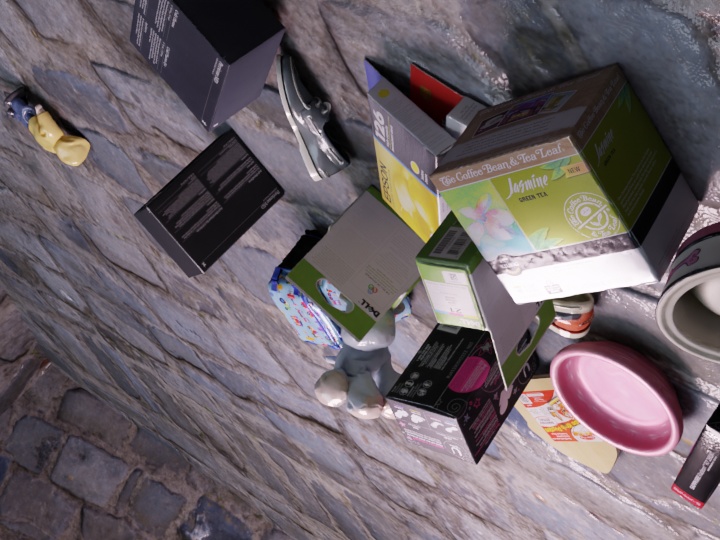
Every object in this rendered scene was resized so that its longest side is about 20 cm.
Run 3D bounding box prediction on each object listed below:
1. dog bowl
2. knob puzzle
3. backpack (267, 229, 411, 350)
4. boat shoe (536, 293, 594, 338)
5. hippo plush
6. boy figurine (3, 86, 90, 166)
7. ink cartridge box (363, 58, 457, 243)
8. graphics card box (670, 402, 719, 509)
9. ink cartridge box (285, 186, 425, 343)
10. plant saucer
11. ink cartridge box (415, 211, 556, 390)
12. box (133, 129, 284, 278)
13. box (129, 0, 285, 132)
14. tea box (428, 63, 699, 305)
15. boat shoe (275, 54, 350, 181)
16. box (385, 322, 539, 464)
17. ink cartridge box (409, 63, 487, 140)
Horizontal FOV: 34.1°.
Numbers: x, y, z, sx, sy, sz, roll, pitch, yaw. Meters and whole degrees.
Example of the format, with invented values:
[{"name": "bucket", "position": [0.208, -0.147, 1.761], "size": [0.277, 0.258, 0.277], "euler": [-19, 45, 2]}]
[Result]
[{"name": "dog bowl", "position": [0.405, 0.021, 1.198], "size": [0.199, 0.074, 0.201], "euler": [10, 148, 6]}, {"name": "knob puzzle", "position": [0.321, 0.228, 1.786], "size": [0.219, 0.030, 0.220], "euler": [34, 153, 20]}, {"name": "backpack", "position": [-0.025, 0.042, 1.895], "size": [0.199, 0.135, 0.183], "euler": [12, 142, 44]}, {"name": "boat shoe", "position": [0.220, 0.019, 1.559], "size": [0.199, 0.071, 0.063], "euler": [29, 146, 25]}, {"name": "hippo plush", "position": [0.027, 0.119, 1.775], "size": [0.158, 0.162, 0.200], "euler": [16, -163, 2]}, {"name": "boy figurine", "position": [-0.633, -0.288, 2.374], "size": [0.200, 0.064, 0.125], "euler": [36, 154, 14]}, {"name": "ink cartridge box", "position": [0.057, -0.142, 1.516], "size": [0.200, 0.047, 0.198], "euler": [45, 159, 34]}, {"name": "graphics card box", "position": [0.448, 0.198, 1.431], "size": [0.051, 0.126, 0.200], "euler": [34, 155, 19]}, {"name": "ink cartridge box", "position": [0.000, 0.000, 1.704], "size": [0.148, 0.200, 0.076], "euler": [41, 156, 5]}, {"name": "plant saucer", "position": [0.356, 0.167, 1.605], "size": [0.200, 0.051, 0.201], "euler": [33, 151, 21]}, {"name": "ink cartridge box", "position": [0.158, 0.022, 1.428], "size": [0.075, 0.148, 0.201], "euler": [8, 134, 36]}, {"name": "box", "position": [-0.243, -0.107, 1.902], "size": [0.141, 0.200, 0.079], "euler": [49, 155, -11]}, {"name": "box", "position": [-0.214, -0.323, 1.608], "size": [0.182, 0.104, 0.200], "euler": [50, 156, 5]}, {"name": "tea box", "position": [0.220, -0.086, 1.271], "size": [0.199, 0.134, 0.197], "euler": [-14, 120, 47]}, {"name": "boat shoe", "position": [-0.067, -0.220, 1.650], "size": [0.061, 0.073, 0.201], "euler": [-14, 123, 10]}, {"name": "box", "position": [0.151, 0.162, 1.719], "size": [0.132, 0.200, 0.115], "euler": [12, 141, 37]}, {"name": "ink cartridge box", "position": [0.120, -0.143, 1.482], "size": [0.176, 0.045, 0.200], "euler": [32, 153, 21]}]
